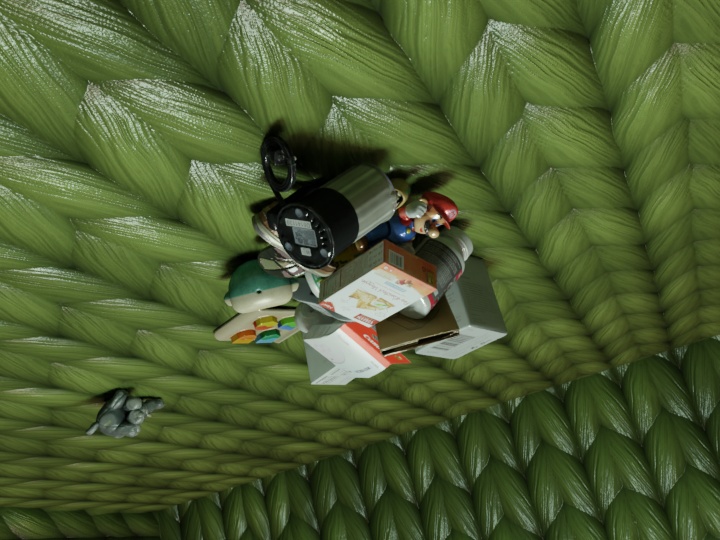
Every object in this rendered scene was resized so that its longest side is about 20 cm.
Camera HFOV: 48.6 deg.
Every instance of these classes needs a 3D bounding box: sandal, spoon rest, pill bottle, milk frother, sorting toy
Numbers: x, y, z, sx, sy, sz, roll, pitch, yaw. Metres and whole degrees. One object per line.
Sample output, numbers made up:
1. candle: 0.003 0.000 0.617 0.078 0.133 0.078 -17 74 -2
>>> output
1. sandal: -0.104 -0.047 1.569 0.201 0.057 0.080 -23 118 -5
2. spoon rest: -0.064 0.080 1.863 0.200 0.099 0.061 -27 142 9
3. pill bottle: 0.147 -0.002 1.660 0.200 0.111 0.111 -46 173 -29
4. milk frother: -0.059 -0.139 1.314 0.188 0.180 0.200 -39 146 -44
5. pill bottle: -0.008 -0.023 1.619 0.200 0.113 0.113 -19 157 13
6. sorting toy: -0.232 0.141 1.969 0.200 0.037 0.185 10 148 -43

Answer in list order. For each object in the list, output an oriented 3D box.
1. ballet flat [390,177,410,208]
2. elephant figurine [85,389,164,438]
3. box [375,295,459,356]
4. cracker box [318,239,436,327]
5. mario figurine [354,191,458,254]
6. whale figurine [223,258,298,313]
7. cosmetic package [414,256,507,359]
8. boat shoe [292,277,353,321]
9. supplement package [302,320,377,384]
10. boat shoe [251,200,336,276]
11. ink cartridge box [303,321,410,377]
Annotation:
1. ballet flat: -0.003 -0.114 1.466 0.200 0.063 0.069 -25 111 14
2. elephant figurine: -0.660 0.413 2.258 0.155 0.142 0.200 19 170 -3
3. box: 0.111 0.101 1.666 0.163 0.200 0.021 -16 115 3
4. cracker box: 0.031 0.030 1.530 0.134 0.058 0.200 26 141 -31
5. mario figurine: 0.091 -0.072 1.487 0.200 0.106 0.123 -25 -173 11
6. whale figurine: -0.211 0.028 1.675 0.159 0.104 0.200 -13 -178 -3
7. cosmetic package: 0.211 0.081 1.868 0.165 0.200 0.165 -30 152 33
8. boat shoe: -0.062 0.064 1.754 0.200 0.074 0.065 24 176 34
9. supplement package: -0.043 0.182 2.013 0.111 0.156 0.200 7 149 -35
10. boat shoe: -0.110 -0.057 1.479 0.072 0.076 0.200 -45 128 11
11. ink cartridge box: -0.010 0.179 1.777 0.163 0.057 0.200 42 156 -26
